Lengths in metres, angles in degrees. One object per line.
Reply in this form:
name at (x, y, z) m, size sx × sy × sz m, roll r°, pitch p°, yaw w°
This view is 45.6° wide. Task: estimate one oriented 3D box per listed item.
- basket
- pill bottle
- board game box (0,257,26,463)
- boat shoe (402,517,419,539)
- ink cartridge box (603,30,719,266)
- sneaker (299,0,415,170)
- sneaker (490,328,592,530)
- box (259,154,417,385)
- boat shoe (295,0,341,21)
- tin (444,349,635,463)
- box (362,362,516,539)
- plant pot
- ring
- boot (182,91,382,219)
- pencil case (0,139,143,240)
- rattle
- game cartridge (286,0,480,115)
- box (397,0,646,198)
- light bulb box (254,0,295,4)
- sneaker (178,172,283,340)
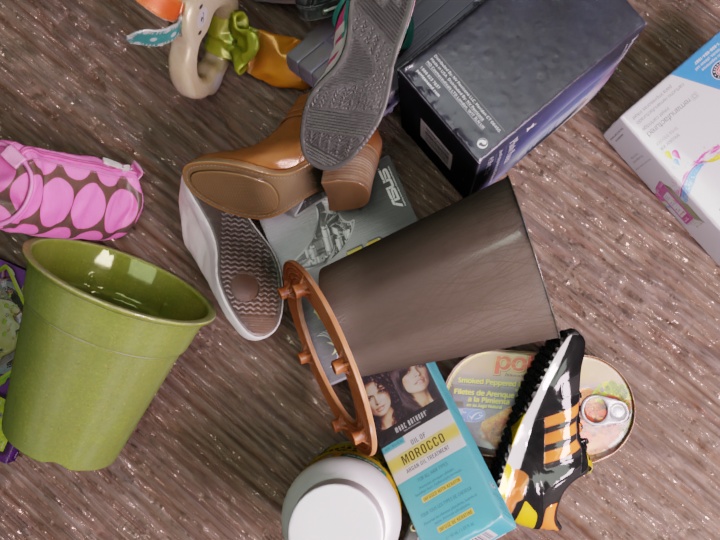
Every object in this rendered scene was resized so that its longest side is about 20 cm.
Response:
basket at (0.072, 0.021, 0.820) m, size 0.199 × 0.181 × 0.137 m, roll -19°, pitch 43°, yaw 10°
pill bottle at (-0.016, 0.231, 0.824) m, size 0.112 × 0.200 × 0.114 m, roll 0°, pitch 85°, yaw 4°
board game box at (-0.398, 0.096, 0.947) m, size 0.119 × 0.032 × 0.201 m, roll 23°, pitch 86°, yaw 1°
boat shoe at (0.043, 0.316, 0.881) m, size 0.063 × 0.074 × 0.202 m, roll 28°, pitch 86°, yaw 15°
ink cartridge box at (0.378, -0.120, 0.887) m, size 0.144 × 0.085 × 0.200 m, roll -40°, pitch 85°, yaw 0°
sneaker at (-0.003, -0.199, 0.825) m, size 0.083 × 0.121 × 0.201 m, roll 22°, pitch 105°, yaw -3°
sneaker at (0.196, 0.160, 0.851) m, size 0.090 × 0.070 × 0.201 m, roll 22°, pitch 91°, yaw 0°
box at (0.000, 0.000, 0.919) m, size 0.158 × 0.048 × 0.201 m, roll -23°, pitch 84°, yaw 1°
boat shoe at (0.005, -0.311, 0.891) m, size 0.199 × 0.071 × 0.072 m, roll -26°, pitch 46°, yaw -30°
tin at (0.185, 0.140, 0.901) m, size 0.198 × 0.042 × 0.113 m, roll 4°, pitch 89°, yaw 5°
box at (0.069, 0.176, 0.841) m, size 0.082 × 0.049 × 0.201 m, roll -32°, pitch 54°, yaw 8°
plant pot at (-0.276, 0.092, 0.873) m, size 0.199 × 0.200 × 0.191 m, roll 26°, pitch 99°, yaw 5°
ring at (-0.036, 0.086, 0.815) m, size 0.019 × 0.200 × 0.201 m, roll -21°, pitch 84°, yaw -15°
boot at (-0.076, -0.136, 0.895) m, size 0.198 × 0.077 × 0.156 m, roll -2°, pitch 50°, yaw 8°
pencil case at (-0.305, -0.082, 0.870) m, size 0.094 × 0.200 × 0.091 m, roll -39°, pitch 80°, yaw 16°
rattle at (-0.134, -0.227, 0.869) m, size 0.143 × 0.200 × 0.130 m, roll 37°, pitch 88°, yaw 6°
game cartridge at (0.032, -0.249, 0.910) m, size 0.200 × 0.038 × 0.129 m, roll -43°, pitch 62°, yaw -15°
box at (0.150, -0.188, 0.848) m, size 0.198 × 0.200 × 0.123 m, roll -41°, pitch 83°, yaw 0°
light bulb box at (-0.109, -0.412, 0.871) m, size 0.125 × 0.200 × 0.199 m, roll 23°, pitch 85°, yaw 49°
sneaker at (-0.140, -0.015, 0.915) m, size 0.072 × 0.085 × 0.201 m, roll -16°, pitch 77°, yaw -28°
